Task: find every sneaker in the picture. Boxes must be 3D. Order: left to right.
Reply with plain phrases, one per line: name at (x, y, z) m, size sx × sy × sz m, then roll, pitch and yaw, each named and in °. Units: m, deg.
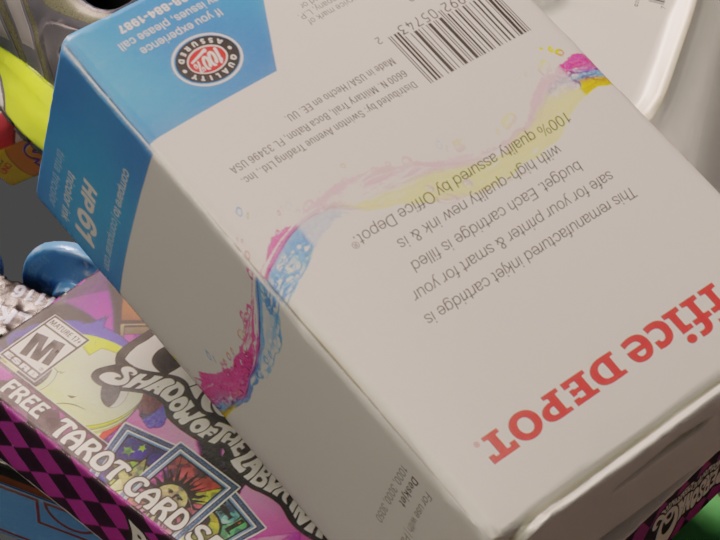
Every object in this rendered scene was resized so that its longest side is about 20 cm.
sneaker at (-0.131, -0.112, 0.953) m, size 0.200 × 0.074 × 0.081 m, roll 34°, pitch 114°, yaw 31°

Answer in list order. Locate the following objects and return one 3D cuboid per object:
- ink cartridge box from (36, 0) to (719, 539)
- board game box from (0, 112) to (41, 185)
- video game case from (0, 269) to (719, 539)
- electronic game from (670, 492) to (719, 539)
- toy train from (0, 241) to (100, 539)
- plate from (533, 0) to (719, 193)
ink cartridge box at (0.018, -0.005, 0.726) m, size 0.144 × 0.085 × 0.200 m, roll -30°, pitch 68°, yaw -31°
board game box at (-0.079, -0.105, 1.005) m, size 0.199 × 0.030 × 0.096 m, roll -16°, pitch 48°, yaw 38°
video game case at (0.001, 0.048, 0.779) m, size 0.200 × 0.036 × 0.181 m, roll 35°, pitch 51°, yaw 25°
electronic game at (0.046, 0.128, 0.827) m, size 0.199 × 0.042 × 0.201 m, roll -10°, pitch 53°, yaw 14°
toy train at (-0.115, 0.051, 0.872) m, size 0.199 × 0.115 × 0.087 m, roll 18°, pitch 48°, yaw 14°
plate at (0.052, -0.114, 0.858) m, size 0.199 × 0.032 × 0.201 m, roll 16°, pitch 64°, yaw 8°
